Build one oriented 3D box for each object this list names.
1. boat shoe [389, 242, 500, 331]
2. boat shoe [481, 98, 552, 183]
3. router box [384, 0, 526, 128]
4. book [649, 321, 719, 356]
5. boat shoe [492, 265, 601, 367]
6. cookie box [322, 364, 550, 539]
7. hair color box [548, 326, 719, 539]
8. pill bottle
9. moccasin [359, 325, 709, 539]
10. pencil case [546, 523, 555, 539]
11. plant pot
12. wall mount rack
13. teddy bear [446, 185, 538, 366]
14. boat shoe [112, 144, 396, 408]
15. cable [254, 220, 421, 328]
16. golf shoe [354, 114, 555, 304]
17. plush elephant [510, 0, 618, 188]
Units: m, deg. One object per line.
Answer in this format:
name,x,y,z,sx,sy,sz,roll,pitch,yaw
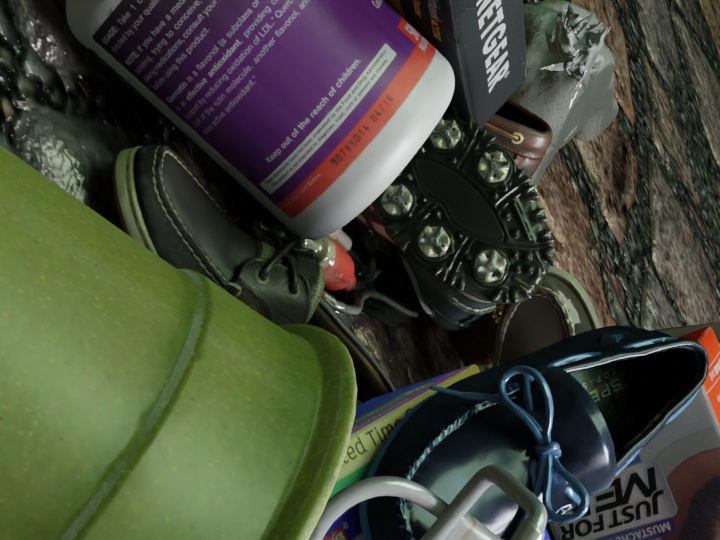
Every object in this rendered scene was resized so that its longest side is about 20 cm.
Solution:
boat shoe,0.016,-0.050,1.008,0.072,0.062,0.201,-25,70,-37
boat shoe,0.021,-0.115,0.969,0.199,0.071,0.070,37,36,4
router box,0.012,-0.159,0.841,0.149,0.051,0.200,41,-5,14
book,0.206,0.100,1.001,0.134,0.048,0.200,59,-18,-3
boat shoe,0.102,0.099,0.996,0.059,0.071,0.202,-35,131,-59
cookie box,0.018,0.165,0.738,0.171,0.075,0.202,-24,91,-47
hair color box,0.169,0.145,0.893,0.202,0.110,0.064,66,26,-3
pill bottle,-0.058,-0.116,0.796,0.200,0.112,0.113,42,28,-11
moccasin,0.079,0.065,0.730,0.200,0.068,0.081,-34,101,-42
pencil case,0.095,0.203,0.932,0.092,0.085,0.202,-35,103,-51
plant pot,-0.137,0.031,0.462,0.190,0.199,0.201,44,29,-19
wall mount rack,0.044,0.178,0.655,0.200,0.174,0.075,39,0,-28
teddy bear,0.070,-0.044,1.067,0.066,0.145,0.201,-16,70,-26
boat shoe,-0.045,0.011,0.808,0.200,0.064,0.074,54,23,-35
cable,0.000,0.000,0.928,0.200,0.050,0.097,25,26,-56
golf shoe,0.023,-0.051,0.914,0.200,0.077,0.088,39,-9,15
plush elephant,0.091,-0.149,1.190,0.154,0.165,0.200,36,-22,16
